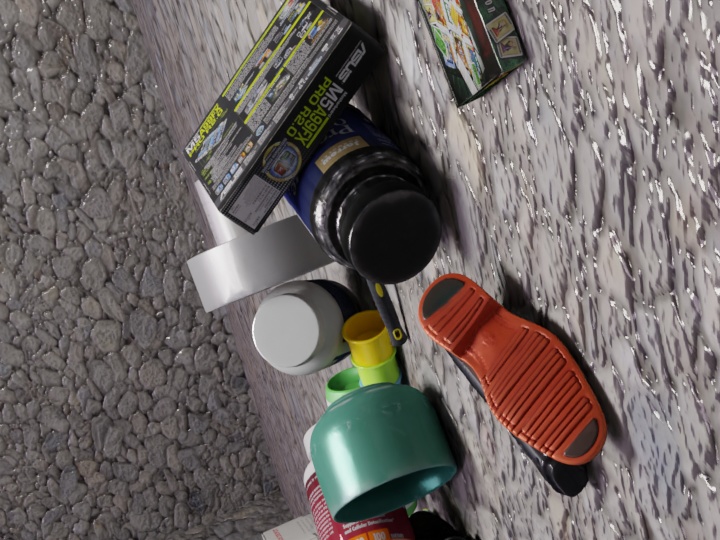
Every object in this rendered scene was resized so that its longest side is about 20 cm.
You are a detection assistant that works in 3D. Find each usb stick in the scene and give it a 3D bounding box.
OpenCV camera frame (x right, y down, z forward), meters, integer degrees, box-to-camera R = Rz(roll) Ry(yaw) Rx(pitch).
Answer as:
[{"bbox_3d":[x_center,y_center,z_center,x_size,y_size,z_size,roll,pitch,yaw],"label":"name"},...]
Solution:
[{"bbox_3d":[0.120,0.106,0.920,0.056,0.032,0.200,50,-178,-36],"label":"usb stick"}]

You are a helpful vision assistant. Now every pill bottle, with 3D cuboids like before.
[{"bbox_3d":[-0.004,-0.070,1.017,0.200,0.110,0.113,-129,21,-56],"label":"pill bottle"},{"bbox_3d":[-0.005,0.281,1.370,0.114,0.111,0.202,86,166,-55],"label":"pill bottle"},{"bbox_3d":[-0.066,0.068,1.384,0.200,0.109,0.113,-2,-110,-79],"label":"pill bottle"}]

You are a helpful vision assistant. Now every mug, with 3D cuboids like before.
[{"bbox_3d":[0.019,0.201,1.273,0.186,0.149,0.116,95,155,-65],"label":"mug"}]

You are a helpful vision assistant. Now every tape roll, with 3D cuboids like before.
[{"bbox_3d":[-0.102,-0.016,1.343,0.200,0.197,0.067,165,83,-78],"label":"tape roll"}]

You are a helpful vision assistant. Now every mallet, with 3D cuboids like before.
[{"bbox_3d":[0.000,0.000,1.230,0.041,0.065,0.203,-134,26,-64],"label":"mallet"}]

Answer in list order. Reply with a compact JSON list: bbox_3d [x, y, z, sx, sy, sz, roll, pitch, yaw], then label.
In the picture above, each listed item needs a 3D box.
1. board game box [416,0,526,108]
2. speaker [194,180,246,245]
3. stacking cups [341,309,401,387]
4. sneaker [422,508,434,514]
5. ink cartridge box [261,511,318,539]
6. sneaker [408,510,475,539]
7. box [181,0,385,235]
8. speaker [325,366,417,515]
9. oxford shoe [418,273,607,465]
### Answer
[{"bbox_3d":[0.049,-0.215,0.748,0.105,0.023,0.203,162,87,-80],"label":"board game box"},{"bbox_3d":[-0.252,-0.091,2.198,0.081,0.080,0.203,153,96,-78],"label":"speaker"},{"bbox_3d":[0.029,0.146,1.371,0.061,0.060,0.203,-129,20,-57],"label":"stacking cups"},{"bbox_3d":[0.093,0.384,1.412,0.200,0.081,0.075,-134,26,-58],"label":"sneaker"},{"bbox_3d":[-0.056,0.461,1.935,0.146,0.197,0.084,-173,62,-77],"label":"ink cartridge box"},{"bbox_3d":[0.110,0.330,1.313,0.200,0.059,0.105,52,160,43],"label":"sneaker"},{"bbox_3d":[-0.076,-0.152,1.039,0.044,0.201,0.160,31,-171,-31],"label":"box"},{"bbox_3d":[0.016,0.232,1.506,0.088,0.087,0.203,-142,33,-68],"label":"speaker"},{"bbox_3d":[0.123,0.075,0.846,0.072,0.071,0.200,37,-170,-45],"label":"oxford shoe"}]
